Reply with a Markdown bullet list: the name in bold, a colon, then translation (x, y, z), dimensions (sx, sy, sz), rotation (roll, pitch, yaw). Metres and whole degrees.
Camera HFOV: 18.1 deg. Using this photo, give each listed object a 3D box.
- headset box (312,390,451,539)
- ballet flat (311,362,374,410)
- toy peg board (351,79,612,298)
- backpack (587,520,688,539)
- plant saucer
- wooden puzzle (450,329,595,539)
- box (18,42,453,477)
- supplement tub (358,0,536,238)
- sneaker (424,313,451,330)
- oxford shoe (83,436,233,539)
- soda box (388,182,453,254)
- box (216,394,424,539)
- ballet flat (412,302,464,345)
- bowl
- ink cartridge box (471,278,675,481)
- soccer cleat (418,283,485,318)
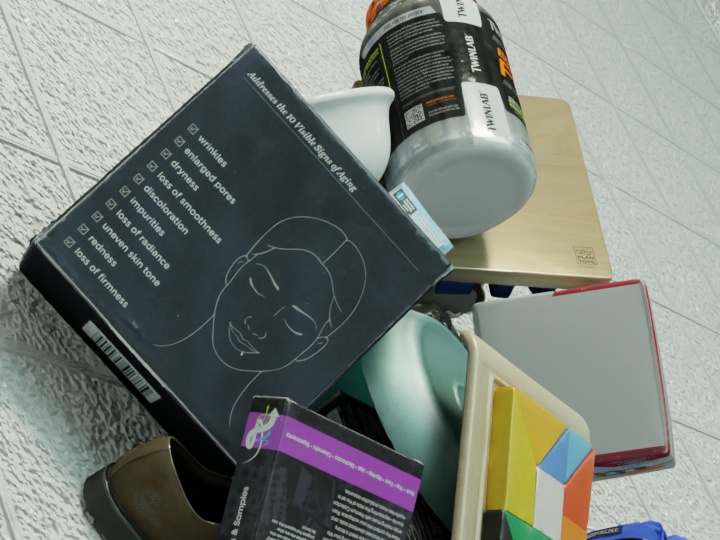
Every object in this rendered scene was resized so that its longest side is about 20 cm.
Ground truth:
- **headset box**: translation (0.036, 0.206, 1.608), dimensions (0.200, 0.093, 0.175), rotation (29, 31, -48)
- **ballet flat**: translation (-0.044, 0.055, 1.727), dimensions (0.200, 0.069, 0.070), rotation (48, 21, -11)
- **toy peg board**: translation (0.088, -0.047, 1.912), dimensions (0.198, 0.098, 0.200), rotation (4, 51, -17)
- **backpack**: translation (0.206, 0.275, 1.717), dimensions (0.200, 0.161, 0.169), rotation (-68, 147, -72)
- **plant saucer**: translation (0.065, 0.105, 1.613), dimensions (0.200, 0.036, 0.200), rotation (53, 18, -26)
- **wooden puzzle**: translation (0.118, 0.161, 1.566), dimensions (0.185, 0.037, 0.202), rotation (36, 49, -52)
- **box**: translation (-0.084, -0.002, 1.483), dimensions (0.200, 0.197, 0.124), rotation (48, -15, -3)
- **supplement tub**: translation (0.066, -0.136, 1.830), dimensions (0.122, 0.122, 0.201), rotation (32, 36, -43)
- **sneaker**: translation (0.067, 0.122, 1.775), dimensions (0.071, 0.082, 0.201), rotation (-83, 158, -64)
- **oxford shoe**: translation (-0.077, 0.182, 1.421), dimensions (0.200, 0.084, 0.073), rotation (46, 20, -23)
- **soda box**: translation (0.000, 0.000, 1.733), dimensions (0.064, 0.068, 0.200), rotation (52, -21, 0)
- **box**: translation (-0.036, 0.194, 1.399), dimensions (0.143, 0.036, 0.202), rotation (30, 68, -46)
- **ballet flat**: translation (0.030, 0.039, 1.898), dimensions (0.200, 0.064, 0.076), rotation (40, 25, -30)
- **bowl**: translation (-0.059, -0.070, 1.740), dimensions (0.201, 0.200, 0.091), rotation (-6, 80, -66)
- **ink cartridge box**: translation (0.182, 0.100, 1.888), dimensions (0.200, 0.144, 0.146), rotation (39, 43, -77)
- **soccer cleat**: translation (0.077, 0.009, 1.999), dimensions (0.077, 0.070, 0.200), rotation (30, 9, 6)
